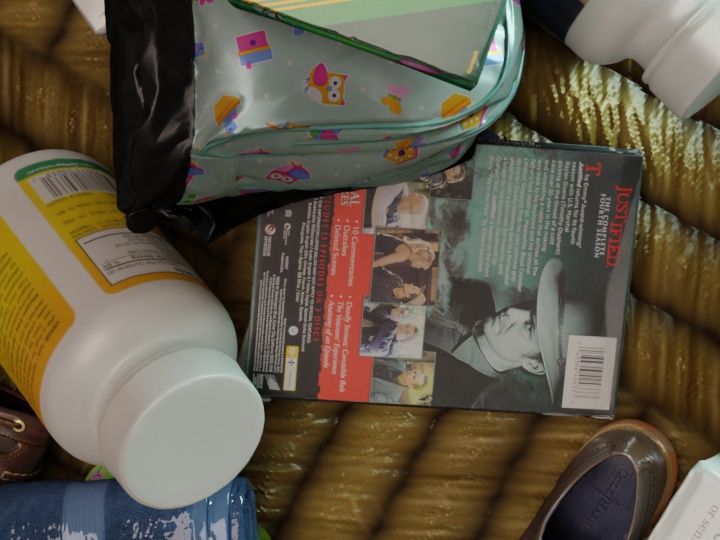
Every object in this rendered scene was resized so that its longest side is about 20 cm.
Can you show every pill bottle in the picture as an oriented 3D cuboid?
[{"bbox_3d":[0.119,-0.173,1.198,0.111,0.111,0.200,-45,81,13],"label":"pill bottle"},{"bbox_3d":[-0.133,0.032,1.282,0.113,0.113,0.200,-54,47,12],"label":"pill bottle"}]

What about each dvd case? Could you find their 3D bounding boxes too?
[{"bbox_3d":[0.043,0.001,1.271,0.199,0.022,0.147,3,103,-4],"label":"dvd case"}]

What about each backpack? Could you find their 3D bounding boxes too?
[{"bbox_3d":[-0.021,-0.104,1.179,0.199,0.127,0.168,-1,82,-10],"label":"backpack"}]

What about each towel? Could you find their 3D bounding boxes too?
[{"bbox_3d":[-0.150,0.169,1.324,0.199,0.049,0.112,-5,94,17],"label":"towel"}]

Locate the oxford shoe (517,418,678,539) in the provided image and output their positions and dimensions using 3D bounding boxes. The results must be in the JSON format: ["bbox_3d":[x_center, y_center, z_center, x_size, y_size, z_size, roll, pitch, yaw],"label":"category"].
[{"bbox_3d":[0.097,0.170,1.282,0.071,0.073,0.201,27,100,13],"label":"oxford shoe"}]

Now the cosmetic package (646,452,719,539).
[{"bbox_3d":[0.214,0.212,1.197,0.199,0.167,0.167,33,96,12],"label":"cosmetic package"}]

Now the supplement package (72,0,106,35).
[{"bbox_3d":[-0.133,-0.236,1.308,0.117,0.117,0.201,-36,82,15],"label":"supplement package"}]

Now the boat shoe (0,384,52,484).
[{"bbox_3d":[-0.263,0.056,1.384,0.199,0.070,0.071,31,113,3],"label":"boat shoe"}]

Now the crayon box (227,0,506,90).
[{"bbox_3d":[0.029,-0.194,1.083,0.118,0.058,0.201,19,92,1],"label":"crayon box"}]

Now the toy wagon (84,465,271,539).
[{"bbox_3d":[-0.120,0.187,1.365,0.154,0.040,0.201,-16,88,16],"label":"toy wagon"}]

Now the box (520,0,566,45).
[{"bbox_3d":[0.081,-0.226,1.286,0.200,0.040,0.137,37,103,11],"label":"box"}]

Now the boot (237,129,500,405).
[{"bbox_3d":[0.000,0.000,1.307,0.090,0.073,0.201,23,108,-3],"label":"boot"}]
